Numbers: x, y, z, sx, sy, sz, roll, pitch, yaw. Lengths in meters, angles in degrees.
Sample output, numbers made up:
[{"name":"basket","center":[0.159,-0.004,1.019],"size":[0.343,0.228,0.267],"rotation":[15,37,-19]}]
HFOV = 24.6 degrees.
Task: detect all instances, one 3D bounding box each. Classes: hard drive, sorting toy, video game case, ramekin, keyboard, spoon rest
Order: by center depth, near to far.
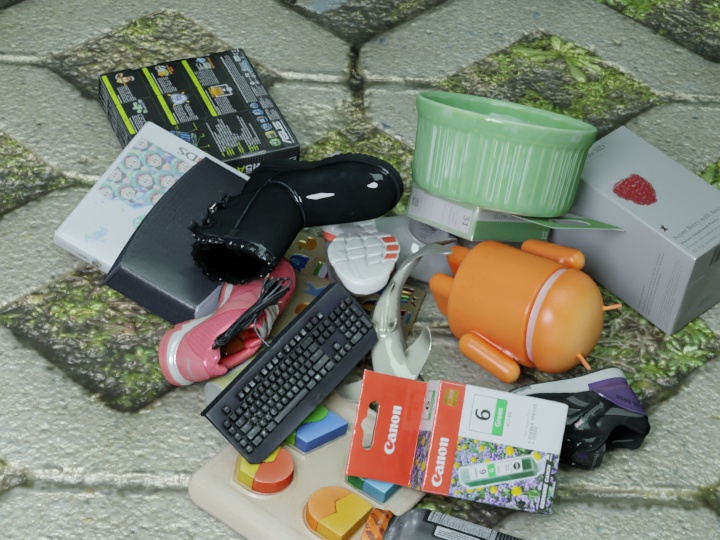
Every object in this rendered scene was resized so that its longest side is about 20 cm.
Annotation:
[{"name":"sorting toy","center":[-0.040,0.197,1.614],"size":[0.184,0.037,0.200],"rotation":[30,48,21]},{"name":"keyboard","center":[-0.081,0.082,1.626],"size":[0.127,0.021,0.200],"rotation":[45,63,0]},{"name":"hard drive","center":[-0.173,-0.032,1.779],"size":[0.134,0.042,0.201],"rotation":[30,53,6]},{"name":"ramekin","center":[0.149,-0.125,1.783],"size":[0.198,0.099,0.200],"rotation":[10,12,-2]},{"name":"video game case","center":[-0.211,-0.058,1.829],"size":[0.181,0.024,0.201],"rotation":[29,53,6]},{"name":"spoon rest","center":[0.032,-0.053,1.881],"size":[0.200,0.061,0.099],"rotation":[39,42,12]}]

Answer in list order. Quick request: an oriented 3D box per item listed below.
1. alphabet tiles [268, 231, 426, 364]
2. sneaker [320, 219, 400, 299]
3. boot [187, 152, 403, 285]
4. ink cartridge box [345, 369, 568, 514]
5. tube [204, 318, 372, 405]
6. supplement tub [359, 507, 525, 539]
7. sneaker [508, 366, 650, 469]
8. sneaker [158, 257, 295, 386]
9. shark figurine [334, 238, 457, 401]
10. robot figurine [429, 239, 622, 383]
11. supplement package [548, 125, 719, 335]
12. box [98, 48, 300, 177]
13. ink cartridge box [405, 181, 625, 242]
[{"name":"alphabet tiles","center":[-0.035,0.028,1.816],"size":[0.198,0.006,0.167],"rotation":[16,44,9]},{"name":"sneaker","center":[0.000,0.000,1.755],"size":[0.076,0.083,0.200],"rotation":[-1,20,-5]},{"name":"boot","center":[-0.071,-0.052,1.708],"size":[0.197,0.074,0.163],"rotation":[4,36,29]},{"name":"ink cartridge box","center":[0.094,0.164,1.590],"size":[0.198,0.050,0.110],"rotation":[12,84,-13]},{"name":"tube","center":[-0.072,0.091,1.709],"size":[0.199,0.052,0.058],"rotation":[-34,76,-34]},{"name":"supplement tub","center":[0.092,0.288,1.476],"size":[0.198,0.123,0.123],"rotation":[16,44,9]},{"name":"sneaker","center":[0.204,0.161,1.665],"size":[0.198,0.076,0.088],"rotation":[-15,54,-22]},{"name":"sneaker","center":[-0.115,0.056,1.694],"size":[0.086,0.074,0.200],"rotation":[0,33,41]},{"name":"shark figurine","center":[0.045,0.070,1.707],"size":[0.127,0.089,0.217],"rotation":[-4,76,18]},{"name":"robot figurine","center":[0.171,0.040,1.742],"size":[0.199,0.118,0.143],"rotation":[20,26,29]},{"name":"supplement package","center":[0.323,-0.048,1.864],"size":[0.121,0.120,0.200],"rotation":[-30,55,-34]},{"name":"box","center":[-0.196,-0.178,1.981],"size":[0.192,0.048,0.201],"rotation":[-16,49,-20]},{"name":"ink cartridge box","center":[0.170,-0.053,1.818],"size":[0.199,0.048,0.145],"rotation":[24,16,39]}]
